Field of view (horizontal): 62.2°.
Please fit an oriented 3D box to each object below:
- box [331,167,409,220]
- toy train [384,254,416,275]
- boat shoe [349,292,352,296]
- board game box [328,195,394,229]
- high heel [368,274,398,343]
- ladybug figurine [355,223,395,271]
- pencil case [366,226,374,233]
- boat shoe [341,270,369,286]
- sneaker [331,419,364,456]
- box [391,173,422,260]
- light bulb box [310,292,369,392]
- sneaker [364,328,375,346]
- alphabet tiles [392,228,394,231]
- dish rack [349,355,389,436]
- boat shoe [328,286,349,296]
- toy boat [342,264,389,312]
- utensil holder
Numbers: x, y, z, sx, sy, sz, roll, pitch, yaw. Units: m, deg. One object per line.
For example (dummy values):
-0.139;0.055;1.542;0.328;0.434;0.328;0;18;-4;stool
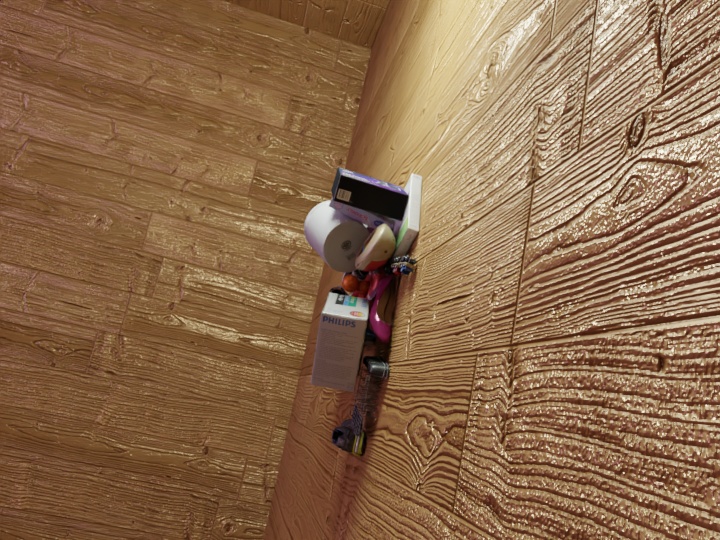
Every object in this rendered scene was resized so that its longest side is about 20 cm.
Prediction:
0.023;-0.215;1.665;0.141;0.197;0.080;-112;39;-73;box
0.102;-0.010;1.567;0.047;0.034;0.200;-69;13;-8;toy train
-0.021;0.137;2.083;0.071;0.071;0.201;-54;-10;-42;boat shoe
0.013;-0.197;1.808;0.042;0.197;0.201;-62;4;24;board game box
0.070;0.097;1.592;0.096;0.067;0.202;-44;36;29;high heel
0.045;-0.055;1.654;0.137;0.071;0.200;-60;7;-17;ladybug figurine
0.021;-0.069;1.906;0.201;0.086;0.088;-58;17;29;pencil case
0.002;0.002;1.848;0.198;0.074;0.068;-34;-4;34;boat shoe
-0.041;0.451;1.651;0.200;0.080;0.075;165;119;-80;sneaker
0.129;-0.146;1.659;0.145;0.036;0.203;116;166;-53;box
-0.052;0.188;1.620;0.198;0.122;0.204;-78;-2;-77;light bulb box
-0.017;0.205;1.806;0.199;0.075;0.078;12;88;63;sneaker
0.088;-0.075;1.887;0.167;0.006;0.202;114;166;-50;alphabet tiles
0.018;0.330;1.570;0.153;0.054;0.204;-162;84;-82;dish rack
-0.067;0.090;1.918;0.200;0.071;0.074;-90;-8;-75;boat shoe
0.006;0.052;1.767;0.132;0.129;0.201;-86;19;-47;toy boat
-0.069;-0.105;1.817;0.200;0.167;0.173;-133;56;-61;utensil holder
